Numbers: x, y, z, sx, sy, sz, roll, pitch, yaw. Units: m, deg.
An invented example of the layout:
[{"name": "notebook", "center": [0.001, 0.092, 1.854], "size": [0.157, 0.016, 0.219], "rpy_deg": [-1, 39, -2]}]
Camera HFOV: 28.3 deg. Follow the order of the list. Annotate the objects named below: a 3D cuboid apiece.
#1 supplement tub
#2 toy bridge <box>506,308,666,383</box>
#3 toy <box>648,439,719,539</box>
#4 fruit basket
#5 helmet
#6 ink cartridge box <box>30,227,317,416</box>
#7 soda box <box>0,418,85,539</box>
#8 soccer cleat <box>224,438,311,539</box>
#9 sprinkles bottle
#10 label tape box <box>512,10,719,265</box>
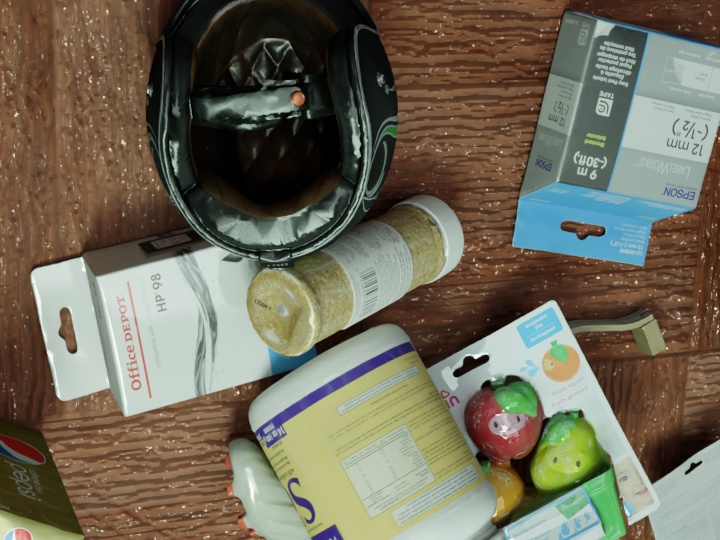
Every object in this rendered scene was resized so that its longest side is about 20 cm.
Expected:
[{"name": "supplement tub", "center": [0.017, 0.160, 1.112], "size": [0.144, 0.145, 0.202], "rpy_deg": [-28, 82, -12]}, {"name": "toy bridge", "center": [0.174, 0.087, 1.258], "size": [0.198, 0.027, 0.068], "rpy_deg": [-29, 112, -12]}, {"name": "toy", "center": [0.323, 0.248, 1.354], "size": [0.114, 0.047, 0.202], "rpy_deg": [-30, 117, -15]}, {"name": "fruit basket", "center": [0.129, 0.156, 1.193], "size": [0.184, 0.094, 0.202], "rpy_deg": [-28, 102, 3]}, {"name": "helmet", "center": [-0.062, -0.113, 1.016], "size": [0.197, 0.191, 0.203], "rpy_deg": [0, 113, 0]}, {"name": "ink cartridge box", "center": [-0.141, 0.035, 1.095], "size": [0.198, 0.067, 0.117], "rpy_deg": [-15, 111, -17]}, {"name": "soda box", "center": [-0.252, 0.167, 1.015], "size": [0.067, 0.200, 0.065], "rpy_deg": [22, 96, -25]}, {"name": "soccer cleat", "center": [-0.049, 0.208, 1.179], "size": [0.077, 0.070, 0.201], "rpy_deg": [-22, 121, 6]}, {"name": "sprinkles bottle", "center": [0.000, 0.000, 1.090], "size": [0.199, 0.068, 0.069], "rpy_deg": [-27, 118, -48]}, {"name": "label tape box", "center": [0.220, -0.103, 1.201], "size": [0.141, 0.066, 0.203], "rpy_deg": [8, 100, -23]}]
